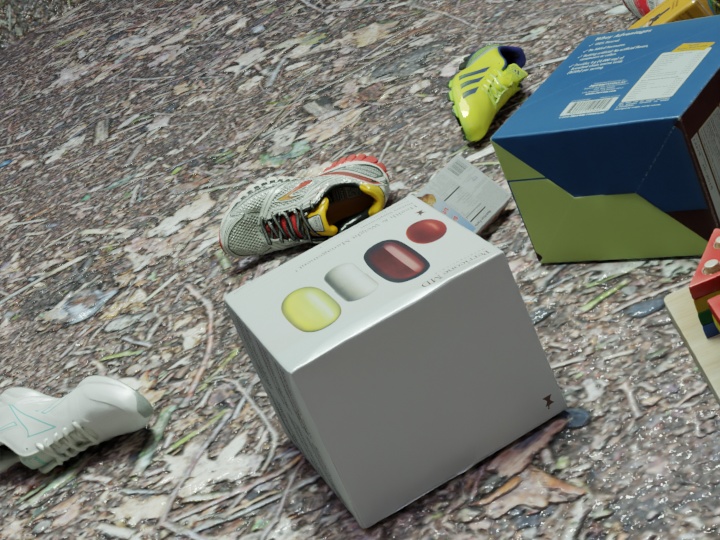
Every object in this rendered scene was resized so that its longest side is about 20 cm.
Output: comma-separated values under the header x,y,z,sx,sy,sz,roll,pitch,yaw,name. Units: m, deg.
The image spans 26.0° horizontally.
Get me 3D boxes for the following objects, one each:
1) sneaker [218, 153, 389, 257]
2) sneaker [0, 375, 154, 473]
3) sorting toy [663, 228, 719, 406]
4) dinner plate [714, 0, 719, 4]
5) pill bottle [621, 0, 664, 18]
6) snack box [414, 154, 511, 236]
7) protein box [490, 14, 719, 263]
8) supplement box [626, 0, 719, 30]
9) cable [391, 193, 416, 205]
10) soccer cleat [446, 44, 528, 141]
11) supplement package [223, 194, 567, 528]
x,y,z,sx,sy,sz,roll,pitch,yaw,name
-0.062,-0.065,1.687,0.198,0.078,0.082,-23,24,5,sneaker
-0.277,0.153,1.470,0.198,0.071,0.081,-12,41,34,sneaker
0.333,0.010,1.150,0.198,0.070,0.199,-23,23,6,sorting toy
0.409,-0.229,1.448,0.024,0.199,0.200,-61,24,7,dinner plate
0.361,-0.335,1.792,0.111,0.113,0.200,-26,23,-4,pill bottle
0.066,-0.035,1.510,0.200,0.072,0.024,-44,-13,-37,snack box
0.263,-0.121,1.409,0.197,0.136,0.200,-3,31,41,protein box
0.281,-0.205,1.568,0.200,0.069,0.067,-40,16,33,supplement box
0.000,0.000,1.564,0.199,0.050,0.097,-39,41,-2,cable
0.151,-0.213,1.805,0.083,0.065,0.201,-13,25,19,soccer cleat
0.022,0.064,1.244,0.190,0.148,0.200,-29,23,-11,supplement package
